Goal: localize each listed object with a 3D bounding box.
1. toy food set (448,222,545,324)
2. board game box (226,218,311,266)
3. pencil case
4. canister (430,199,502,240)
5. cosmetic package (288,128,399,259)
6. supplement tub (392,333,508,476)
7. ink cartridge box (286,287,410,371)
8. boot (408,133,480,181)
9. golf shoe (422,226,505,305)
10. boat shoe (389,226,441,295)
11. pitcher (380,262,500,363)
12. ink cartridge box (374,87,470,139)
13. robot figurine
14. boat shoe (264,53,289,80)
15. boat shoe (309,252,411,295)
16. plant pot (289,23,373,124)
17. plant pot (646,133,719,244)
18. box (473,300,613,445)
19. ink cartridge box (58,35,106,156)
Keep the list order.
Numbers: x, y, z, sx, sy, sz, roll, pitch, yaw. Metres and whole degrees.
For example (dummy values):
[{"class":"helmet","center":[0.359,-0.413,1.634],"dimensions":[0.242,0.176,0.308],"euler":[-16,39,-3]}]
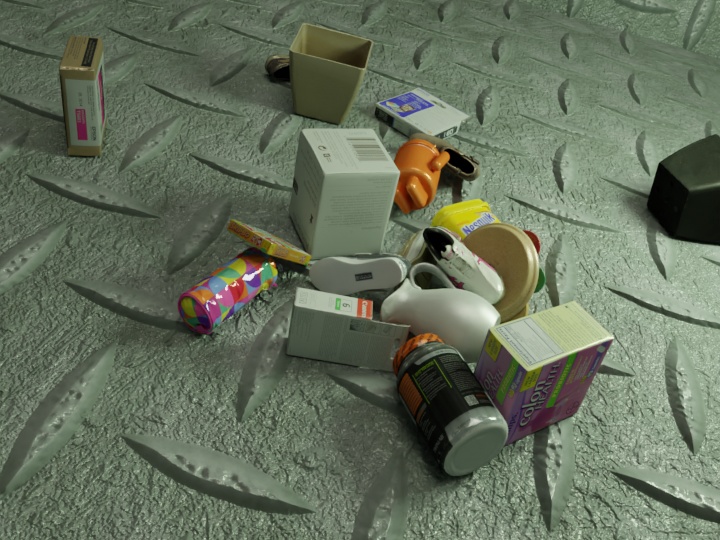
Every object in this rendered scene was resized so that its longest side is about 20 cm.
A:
[{"class":"toy food set","center":[0.257,0.005,1.387],"dimensions":[0.198,0.202,0.048],"euler":[31,7,39]},{"class":"board game box","center":[-0.162,-0.048,1.349],"dimensions":[0.094,0.031,0.200],"euler":[30,1,19]},{"class":"pencil case","center":[-0.225,0.034,1.271],"dimensions":[0.087,0.090,0.199],"euler":[30,41,21]},{"class":"canister","center":[0.258,-0.051,1.522],"dimensions":[0.145,0.088,0.201],"euler":[-14,47,-30]},{"class":"cosmetic package","center":[-0.038,-0.156,1.466],"dimensions":[0.161,0.204,0.166],"euler":[-4,40,-22]},{"class":"supplement tub","center":[0.132,0.202,1.134],"dimensions":[0.119,0.125,0.202],"euler":[-7,42,-25]},{"class":"ink cartridge box","center":[-0.022,0.101,1.224],"dimensions":[0.194,0.111,0.051],"euler":[10,37,-5]},{"class":"boot","center":[0.203,-0.281,1.763],"dimensions":[0.196,0.072,0.146],"euler":[27,8,3]},{"class":"golf shoe","center":[0.185,-0.007,1.356],"dimensions":[0.091,0.073,0.200],"euler":[18,23,-51]},{"class":"boat shoe","center":[0.103,-0.007,1.436],"dimensions":[0.067,0.076,0.201],"euler":[-3,37,40]},{"class":"pitcher","center":[0.154,0.069,1.304],"dimensions":[0.195,0.123,0.173],"euler":[18,53,20]},{"class":"ink cartridge box","center":[0.170,-0.423,1.994],"dimensions":[0.197,0.044,0.198],"euler":[36,45,26]},{"class":"robot figurine","center":[0.126,-0.220,1.657],"dimensions":[0.114,0.145,0.203],"euler":[21,44,-5]},{"class":"boat shoe","center":[-0.171,-0.568,2.061],"dimensions":[0.194,0.075,0.074],"euler":[-11,52,-15]},{"class":"boat shoe","center":[0.000,0.000,1.358],"dimensions":[0.195,0.074,0.068],"euler":[-7,11,26]},{"class":"plant pot","center":[-0.085,-0.505,1.907],"dimensions":[0.194,0.180,0.202],"euler":[13,37,-1]},{"class":"plant pot","center":[0.831,-0.188,1.796],"dimensions":[0.172,0.203,0.202],"euler":[-10,42,-11]},{"class":"box","center":[0.284,0.167,1.180],"dimensions":[0.196,0.179,0.097],"euler":[-13,43,-30]},{"class":"ink cartridge box","center":[-0.595,-0.376,1.571],"dimensions":[0.073,0.204,0.167],"euler":[0,39,-14]}]
